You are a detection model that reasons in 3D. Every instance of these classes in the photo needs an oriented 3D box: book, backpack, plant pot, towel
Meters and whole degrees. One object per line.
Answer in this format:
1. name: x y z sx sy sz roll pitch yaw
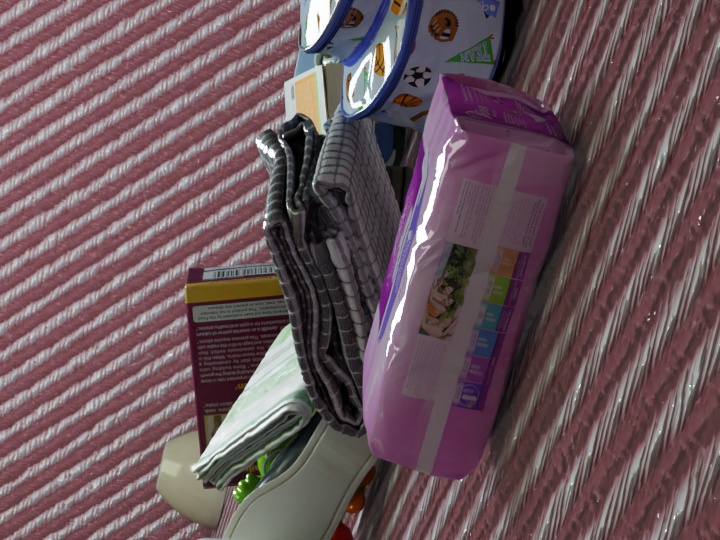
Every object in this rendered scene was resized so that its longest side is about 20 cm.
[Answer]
1. book: -0.033 -0.112 1.569 0.200 0.048 0.135 -173 82 -75
2. backpack: 0.040 -0.194 1.211 0.200 0.153 0.192 128 144 -70
3. plant pot: -0.331 0.400 3.442 0.200 0.134 0.202 -167 90 -84
4. towel: -0.016 -0.005 1.259 0.166 0.085 0.201 -85 -21 -60
5. towel: -0.050 0.082 1.417 0.149 0.031 0.200 -36 15 41

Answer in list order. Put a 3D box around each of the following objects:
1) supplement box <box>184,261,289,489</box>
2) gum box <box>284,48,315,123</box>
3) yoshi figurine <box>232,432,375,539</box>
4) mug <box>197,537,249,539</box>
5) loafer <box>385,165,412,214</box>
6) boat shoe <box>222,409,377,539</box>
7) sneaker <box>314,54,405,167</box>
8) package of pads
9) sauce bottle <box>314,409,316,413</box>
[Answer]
1. supplement box: -0.096 0.097 1.674 0.103 0.130 0.201 -114 20 -80
2. gum box: -0.030 -0.118 1.790 0.200 0.044 0.171 38 -118 -71
3. yoshi figurine: -0.053 0.207 1.421 0.112 0.111 0.201 100 -176 -76
4. mug: -0.077 0.279 1.263 0.149 0.152 0.188 -127 49 -81
5. loafer: 0.000 0.000 1.530 0.072 0.062 0.201 141 141 -80
6. boat shoe: -0.040 0.162 1.346 0.201 0.075 0.062 -58 1 7
7. sneaker: -0.008 -0.176 1.677 0.075 0.077 0.201 -11 87 49
8. package of pads: 0.055 0.001 0.967 0.121 0.075 0.201 -97 20 -69
9. sauce bottle: -0.035 0.107 1.570 0.065 0.064 0.201 151 126 -82
